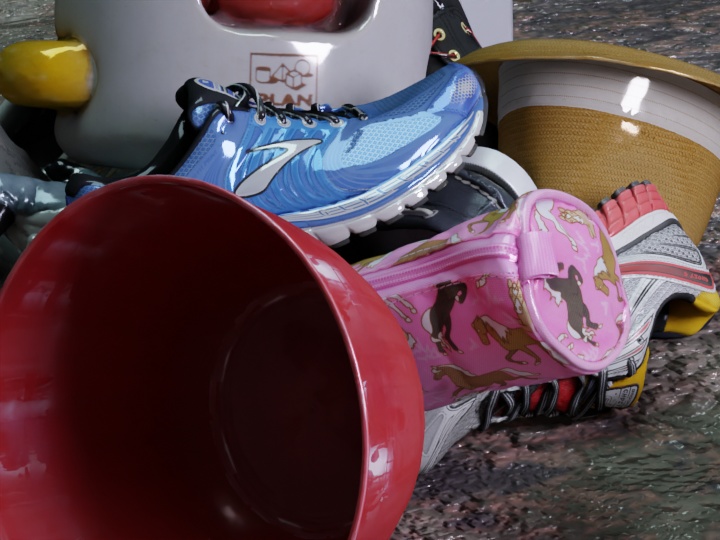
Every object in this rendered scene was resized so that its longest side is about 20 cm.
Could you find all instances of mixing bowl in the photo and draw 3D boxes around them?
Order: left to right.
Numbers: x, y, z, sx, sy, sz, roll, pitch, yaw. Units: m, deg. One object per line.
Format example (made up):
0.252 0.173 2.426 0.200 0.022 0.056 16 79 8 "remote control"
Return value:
-0.048 0.062 1.182 0.200 0.201 0.108 11 9 35 "mixing bowl"

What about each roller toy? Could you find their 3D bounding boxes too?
-0.058 -0.105 1.405 0.182 0.140 0.200 4 3 30 "roller toy"

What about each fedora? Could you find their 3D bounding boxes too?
0.127 -0.053 1.485 0.200 0.082 0.201 10 -12 2 "fedora"

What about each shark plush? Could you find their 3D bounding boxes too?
-0.126 -0.017 1.342 0.199 0.091 0.083 6 39 -27 "shark plush"

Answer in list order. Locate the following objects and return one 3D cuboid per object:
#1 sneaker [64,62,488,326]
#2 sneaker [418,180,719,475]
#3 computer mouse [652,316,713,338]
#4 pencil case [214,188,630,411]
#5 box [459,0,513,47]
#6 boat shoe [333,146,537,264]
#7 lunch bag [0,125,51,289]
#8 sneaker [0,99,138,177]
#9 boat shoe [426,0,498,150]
-0.037 -0.050 1.272 0.199 0.089 0.079 -25 10 -12 "sneaker"
0.092 0.036 1.358 0.200 0.082 0.078 -35 -11 -28 "sneaker"
0.098 0.001 1.527 0.199 0.034 0.059 10 24 32 "computer mouse"
0.019 0.024 1.252 0.200 0.083 0.086 -16 10 35 "pencil case"
-0.014 -0.119 1.701 0.199 0.153 0.106 -5 19 -7 "box"
0.000 0.000 1.364 0.200 0.076 0.060 -33 11 49 "boat shoe"
-0.248 0.025 1.359 0.200 0.118 0.164 -31 19 24 "lunch bag"
-0.132 -0.087 1.549 0.200 0.092 0.076 -42 66 -15 "sneaker"
0.039 -0.113 1.615 0.074 0.202 0.063 -32 22 -11 "boat shoe"
